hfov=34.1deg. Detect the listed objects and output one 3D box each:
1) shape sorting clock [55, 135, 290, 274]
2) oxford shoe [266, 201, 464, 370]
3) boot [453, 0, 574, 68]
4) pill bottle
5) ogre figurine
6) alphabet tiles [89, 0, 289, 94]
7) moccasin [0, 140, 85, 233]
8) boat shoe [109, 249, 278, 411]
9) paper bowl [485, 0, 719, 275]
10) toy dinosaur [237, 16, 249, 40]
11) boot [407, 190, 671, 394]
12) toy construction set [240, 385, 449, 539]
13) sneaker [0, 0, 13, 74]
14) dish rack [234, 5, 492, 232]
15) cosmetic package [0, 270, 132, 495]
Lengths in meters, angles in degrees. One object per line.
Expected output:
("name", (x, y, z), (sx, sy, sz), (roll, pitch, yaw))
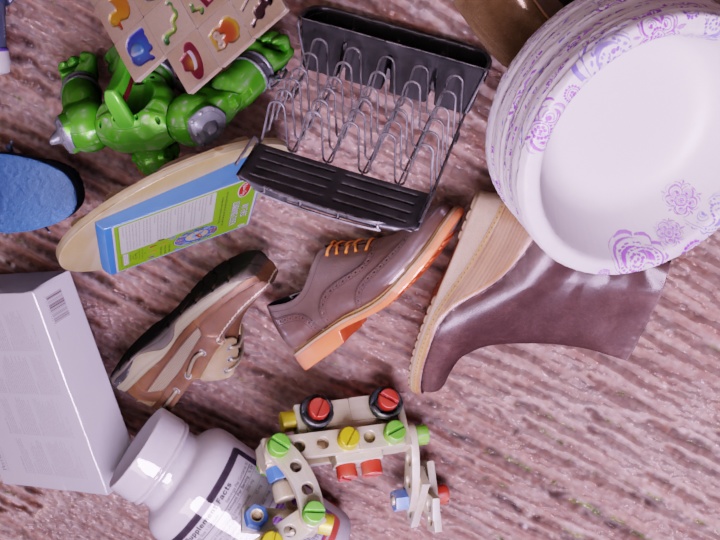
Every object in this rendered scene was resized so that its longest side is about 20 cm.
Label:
("shape sorting clock", (-0.143, -0.052, 0.912), (0.199, 0.200, 0.039), (-27, 80, 23))
("oxford shoe", (0.000, 0.000, 0.962), (0.200, 0.071, 0.073), (-41, 89, 23))
("boot", (0.081, -0.233, 0.850), (0.075, 0.074, 0.200), (-32, 103, 34))
("pill bottle", (-0.117, 0.211, 1.037), (0.200, 0.112, 0.112), (36, 116, -11))
("ogre figurine", (-0.162, -0.137, 0.914), (0.199, 0.120, 0.099), (13, 135, 6))
("alphabet tiles", (-0.134, -0.235, 0.822), (0.167, 0.008, 0.201), (-34, 81, 26))
("moccasin", (-0.329, -0.075, 1.021), (0.199, 0.068, 0.081), (2, 104, 13))
("boat shoe", (-0.135, 0.058, 1.023), (0.074, 0.076, 0.200), (44, 123, -11))
("paper bowl", (0.183, -0.105, 0.825), (0.199, 0.105, 0.202), (-10, 126, -15))
("toy dinosaur", (-0.133, -0.225, 0.878), (0.200, 0.047, 0.089), (22, 126, 53))
("boot", (0.137, 0.044, 0.941), (0.165, 0.072, 0.201), (22, 119, 2))
("toy construction set", (-0.008, 0.173, 0.991), (0.092, 0.199, 0.132), (-43, 52, 50))
("sneaker", (-0.385, -0.225, 0.974), (0.199, 0.081, 0.148), (-4, 102, 20))
("dish rack", (0.001, -0.110, 0.851), (0.152, 0.200, 0.055), (16, 132, 8))
("cosmetic package", (-0.297, 0.102, 1.068), (0.150, 0.052, 0.201), (-3, 111, 34))
